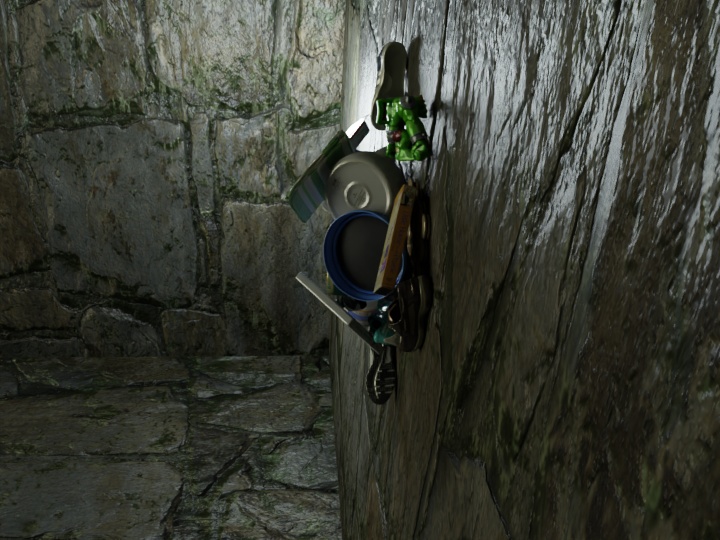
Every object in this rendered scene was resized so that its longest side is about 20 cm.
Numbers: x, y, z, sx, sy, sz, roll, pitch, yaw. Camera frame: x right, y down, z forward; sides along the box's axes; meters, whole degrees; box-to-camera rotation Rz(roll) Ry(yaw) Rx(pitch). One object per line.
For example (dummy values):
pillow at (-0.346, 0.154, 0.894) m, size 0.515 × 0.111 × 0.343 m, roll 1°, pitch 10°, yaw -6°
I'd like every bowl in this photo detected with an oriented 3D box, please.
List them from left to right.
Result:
bowl at (0.013, -0.034, 1.670) m, size 0.039 × 0.200 × 0.201 m, roll -24°, pitch -61°, yaw -58°

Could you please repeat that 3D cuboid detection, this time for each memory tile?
memory tile at (0.111, -0.081, 1.532) m, size 0.200 × 0.017 × 0.153 m, roll -98°, pitch 10°, yaw -57°

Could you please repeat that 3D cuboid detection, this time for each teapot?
teapot at (0.025, -0.177, 1.731) m, size 0.146 × 0.200 × 0.198 m, roll -33°, pitch -74°, yaw -59°

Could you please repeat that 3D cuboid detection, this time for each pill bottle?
pill bottle at (0.007, 0.088, 2.077) m, size 0.200 × 0.112 × 0.112 m, roll 103°, pitch 166°, yaw -66°

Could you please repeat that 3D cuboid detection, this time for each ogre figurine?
ogre figurine at (0.082, -0.269, 1.451) m, size 0.200 × 0.098 × 0.120 m, roll -69°, pitch -30°, yaw -74°

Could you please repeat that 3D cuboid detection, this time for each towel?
towel at (-0.083, -0.207, 1.733) m, size 0.200 × 0.023 × 0.153 m, roll -51°, pitch -20°, yaw -6°

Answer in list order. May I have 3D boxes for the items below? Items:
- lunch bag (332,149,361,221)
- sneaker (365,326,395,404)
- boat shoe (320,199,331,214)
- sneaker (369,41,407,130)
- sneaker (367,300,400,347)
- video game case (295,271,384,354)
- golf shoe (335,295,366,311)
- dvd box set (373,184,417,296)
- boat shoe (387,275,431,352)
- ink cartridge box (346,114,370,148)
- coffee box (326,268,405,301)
lunch bag at (-0.007, -0.177, 1.968) m, size 0.170 × 0.127 × 0.200 m, roll 98°, pitch -172°, yaw -59°
sneaker at (0.055, 0.227, 1.879) m, size 0.080 × 0.074 × 0.200 m, roll 54°, pitch -141°, yaw -75°
boat shoe at (-0.009, -0.201, 1.823) m, size 0.069 × 0.200 × 0.072 m, roll 45°, pitch -150°, yaw -59°
sneaker at (0.064, -0.422, 1.756) m, size 0.085 × 0.075 × 0.200 m, roll -107°, pitch 28°, yaw -66°
sneaker at (0.055, 0.109, 1.754) m, size 0.200 × 0.080 × 0.078 m, roll -102°, pitch 14°, yaw -68°
video game case at (-0.046, 0.099, 1.767) m, size 0.200 × 0.024 × 0.182 m, roll 39°, pitch 175°, yaw 36°
golf shoe at (0.000, 0.000, 1.836) m, size 0.094 × 0.078 × 0.200 m, roll 13°, pitch 101°, yaw 57°
dvd box set at (0.066, -0.055, 1.495) m, size 0.146 × 0.029 × 0.200 m, roll 124°, pitch 159°, yaw -81°
boat shoe at (0.086, 0.082, 1.477) m, size 0.075 × 0.073 × 0.200 m, roll -95°, pitch 8°, yaw -45°
ink cartridge box at (-0.033, -0.290, 1.848) m, size 0.162 × 0.050 × 0.200 m, roll -51°, pitch 13°, yaw -6°
coffee box at (0.010, 0.003, 1.745) m, size 0.044 × 0.200 × 0.123 m, roll -8°, pitch -78°, yaw -53°
